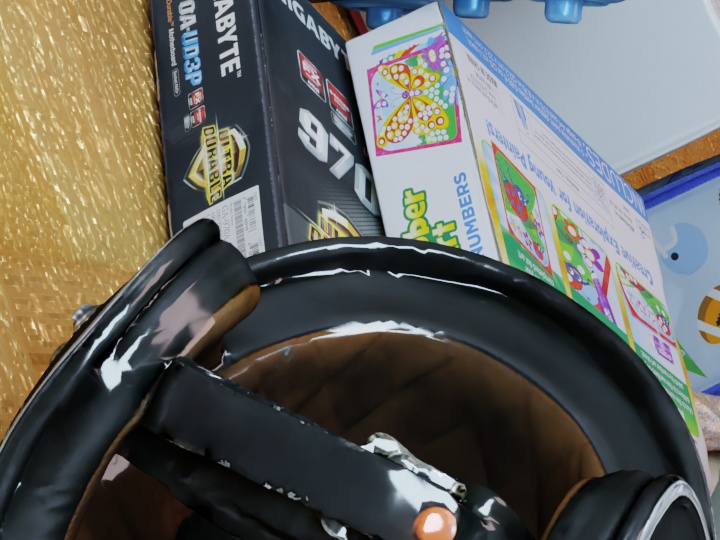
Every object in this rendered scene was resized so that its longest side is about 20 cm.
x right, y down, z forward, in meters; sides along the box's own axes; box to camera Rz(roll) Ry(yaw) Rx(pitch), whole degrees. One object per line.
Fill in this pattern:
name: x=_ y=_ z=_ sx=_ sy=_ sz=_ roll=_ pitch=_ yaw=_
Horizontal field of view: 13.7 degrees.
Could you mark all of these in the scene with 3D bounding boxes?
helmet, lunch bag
helmet: x=-0.006 y=0.085 z=0.740 sx=0.191 sy=0.200 sz=0.200 roll=39 pitch=29 yaw=-79
lunch bag: x=0.210 y=-0.017 z=1.388 sx=0.124 sy=0.200 sz=0.170 roll=66 pitch=21 yaw=3

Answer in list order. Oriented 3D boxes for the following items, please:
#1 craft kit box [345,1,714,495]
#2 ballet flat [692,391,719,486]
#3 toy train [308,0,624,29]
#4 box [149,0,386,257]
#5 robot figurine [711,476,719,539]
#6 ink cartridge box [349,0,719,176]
craft kit box: x=0.072 y=0.030 z=1.086 sx=0.200 sy=0.048 sz=0.198 roll=37 pitch=33 yaw=-56
ballet flat: x=0.146 y=0.086 z=1.268 sx=0.200 sy=0.068 sz=0.067 roll=9 pitch=57 yaw=-40
toy train: x=0.016 y=-0.134 z=1.081 sx=0.114 sy=0.200 sz=0.087 roll=3 pitch=90 yaw=-37
box: x=0.000 y=0.000 z=1.068 sx=0.200 sy=0.046 sz=0.159 roll=45 pitch=29 yaw=-45
robot figurine: x=0.161 y=0.122 z=1.016 sx=0.200 sy=0.113 sz=0.170 roll=-57 pitch=165 yaw=-46
ink cartridge box: x=0.100 y=-0.115 z=1.309 sx=0.145 sy=0.145 sz=0.200 roll=64 pitch=19 yaw=0
